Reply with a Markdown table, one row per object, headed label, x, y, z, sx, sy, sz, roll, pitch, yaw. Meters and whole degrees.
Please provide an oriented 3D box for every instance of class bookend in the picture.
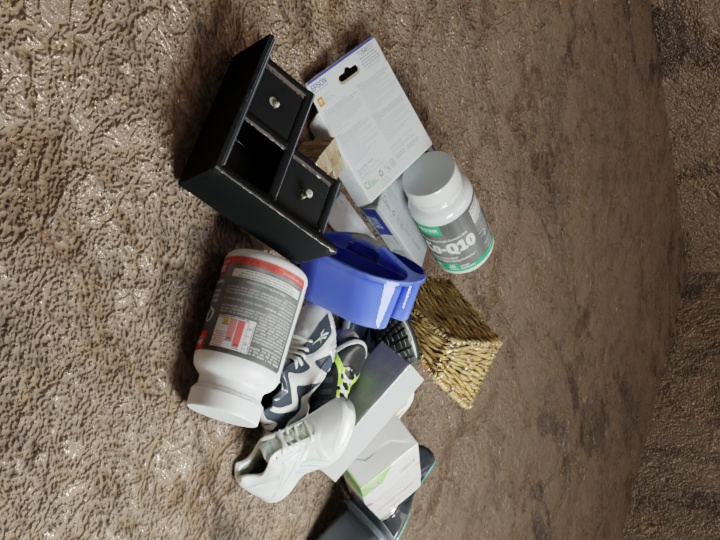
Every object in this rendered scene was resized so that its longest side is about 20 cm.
| label | x | y | z | sx | sy | sz | roll | pitch | yaw |
| --- | --- | --- | --- | --- | --- | --- | --- | --- | --- |
| bookend | -0.099 | -0.148 | 1.137 | 0.199 | 0.091 | 0.202 | 36 | 61 | -31 |

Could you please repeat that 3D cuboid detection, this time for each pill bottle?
| label | x | y | z | sx | sy | sz | roll | pitch | yaw |
| --- | --- | --- | --- | --- | --- | --- | --- | --- | --- |
| pill bottle | -0.145 | 0.086 | 1.132 | 0.116 | 0.114 | 0.204 | 41 | 59 | -53 |
| pill bottle | 0.145 | -0.096 | 1.490 | 0.201 | 0.111 | 0.115 | 56 | 48 | -46 |

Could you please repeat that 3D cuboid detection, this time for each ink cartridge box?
| label | x | y | z | sx | sy | sz | roll | pitch | yaw |
| --- | --- | --- | --- | --- | --- | --- | --- | --- | --- |
| ink cartridge box | 0.035 | 0.325 | 1.441 | 0.116 | 0.067 | 0.201 | -35 | 151 | -16 |
| ink cartridge box | 0.007 | -0.232 | 1.379 | 0.199 | 0.040 | 0.202 | -44 | 110 | -41 |
| ink cartridge box | 0.079 | -0.138 | 1.536 | 0.200 | 0.040 | 0.203 | 51 | 51 | -50 |

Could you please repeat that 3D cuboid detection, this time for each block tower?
| label | x | y | z | sx | sy | sz | roll | pitch | yaw |
| --- | --- | --- | --- | --- | --- | --- | --- | --- | --- |
| block tower | -0.093 | -0.107 | 1.253 | 0.201 | 0.053 | 0.059 | -55 | 137 | -39 |

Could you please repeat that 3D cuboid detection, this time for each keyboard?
| label | x | y | z | sx | sy | sz | roll | pitch | yaw |
| --- | --- | --- | --- | --- | --- | --- | --- | --- | --- |
| keyboard | -0.005 | -0.053 | 1.454 | 0.200 | 0.010 | 0.057 | 51 | 57 | -49 |

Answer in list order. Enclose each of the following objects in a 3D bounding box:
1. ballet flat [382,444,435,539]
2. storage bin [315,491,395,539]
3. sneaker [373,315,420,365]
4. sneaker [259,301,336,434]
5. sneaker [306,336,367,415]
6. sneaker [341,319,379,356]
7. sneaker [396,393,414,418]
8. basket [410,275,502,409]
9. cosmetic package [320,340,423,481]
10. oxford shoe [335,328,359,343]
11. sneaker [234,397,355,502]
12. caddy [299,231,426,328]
| label | x | y | z | sx | sy | sz | roll | pitch | yaw |
| --- | --- | --- | --- | --- | --- | --- | --- | --- | --- |
| ballet flat | 0.065 | 0.392 | 1.584 | 0.202 | 0.072 | 0.074 | -58 | 140 | -28 |
| storage bin | -0.011 | 0.470 | 1.412 | 0.133 | 0.145 | 0.202 | -36 | 130 | -17 |
| sneaker | 0.056 | 0.049 | 1.427 | 0.087 | 0.075 | 0.203 | -28 | 91 | -40 |
| sneaker | -0.103 | 0.122 | 1.242 | 0.202 | 0.078 | 0.130 | -65 | 153 | -13 |
| sneaker | -0.040 | 0.195 | 1.298 | 0.202 | 0.082 | 0.072 | -56 | 136 | -4 |
| sneaker | 0.038 | 0.132 | 1.475 | 0.201 | 0.083 | 0.076 | 53 | 51 | -48 |
| sneaker | 0.028 | 0.234 | 1.444 | 0.092 | 0.075 | 0.203 | -36 | 145 | -41 |
| basket | 0.118 | 0.122 | 1.509 | 0.140 | 0.201 | 0.151 | 3 | 123 | -33 |
| cosmetic package | -0.001 | 0.210 | 1.338 | 0.200 | 0.082 | 0.051 | -48 | 127 | -6 |
| oxford shoe | -0.033 | 0.179 | 1.391 | 0.074 | 0.057 | 0.205 | -12 | 114 | -32 |
| sneaker | -0.088 | 0.241 | 1.209 | 0.200 | 0.071 | 0.080 | -42 | 136 | 14 |
| caddy | 0.000 | 0.000 | 1.300 | 0.140 | 0.197 | 0.107 | -15 | 124 | -56 |
